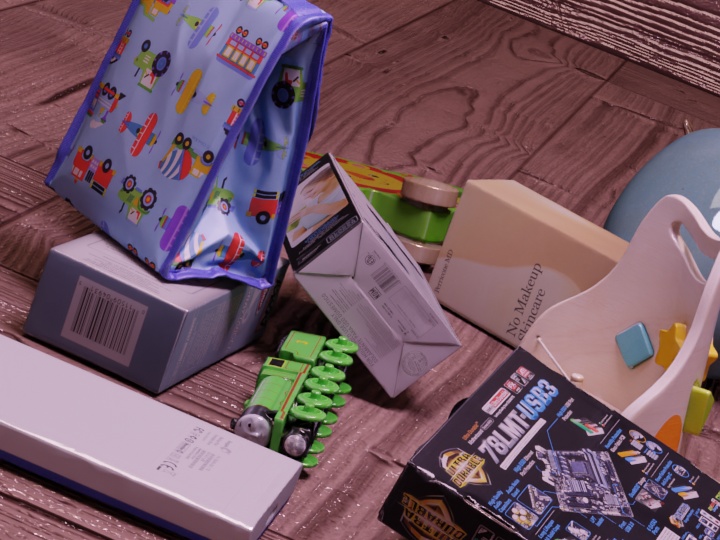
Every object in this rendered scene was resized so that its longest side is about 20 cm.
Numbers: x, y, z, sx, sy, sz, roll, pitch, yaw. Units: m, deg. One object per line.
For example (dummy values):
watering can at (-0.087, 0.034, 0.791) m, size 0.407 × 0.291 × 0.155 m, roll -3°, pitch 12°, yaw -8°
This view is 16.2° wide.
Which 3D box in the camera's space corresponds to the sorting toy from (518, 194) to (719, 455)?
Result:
sorting toy at (0.202, 0.046, 1.736) m, size 0.106 × 0.181 × 0.200 m, roll 15°, pitch 16°, yaw -18°

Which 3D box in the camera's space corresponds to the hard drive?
hard drive at (-0.139, 0.094, 1.402) m, size 0.199 × 0.026 × 0.132 m, roll 23°, pitch 14°, yaw 6°

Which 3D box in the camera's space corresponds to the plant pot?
plant pot at (0.261, 0.004, 2.001) m, size 0.199 × 0.201 × 0.134 m, roll 30°, pitch 40°, yaw 34°

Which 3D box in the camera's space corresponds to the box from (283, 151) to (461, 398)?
box at (0.000, 0.000, 1.753) m, size 0.117 × 0.060 × 0.200 m, roll 51°, pitch 5°, yaw -18°

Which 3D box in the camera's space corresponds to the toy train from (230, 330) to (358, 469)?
toy train at (-0.040, 0.077, 1.577) m, size 0.056 × 0.042 × 0.200 m, roll 12°, pitch 14°, yaw 5°

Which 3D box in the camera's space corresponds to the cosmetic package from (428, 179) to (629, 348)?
cosmetic package at (0.156, 0.016, 1.937) m, size 0.199 × 0.106 × 0.071 m, roll 29°, pitch 17°, yaw 33°

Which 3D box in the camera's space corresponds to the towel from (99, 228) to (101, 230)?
towel at (-0.129, -0.118, 1.833) m, size 0.085 × 0.201 × 0.166 m, roll 18°, pitch 14°, yaw -3°

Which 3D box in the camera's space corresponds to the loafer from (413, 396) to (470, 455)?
loafer at (0.090, 0.103, 1.598) m, size 0.070 × 0.068 × 0.200 m, roll 32°, pitch 20°, yaw 12°

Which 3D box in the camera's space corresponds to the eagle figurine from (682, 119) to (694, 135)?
eagle figurine at (0.385, -0.063, 2.506) m, size 0.151 × 0.152 × 0.200 m, roll 28°, pitch 2°, yaw -12°

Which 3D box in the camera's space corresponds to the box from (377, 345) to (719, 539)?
box at (0.132, 0.143, 1.443) m, size 0.198 × 0.050 × 0.200 m, roll 32°, pitch 25°, yaw 9°

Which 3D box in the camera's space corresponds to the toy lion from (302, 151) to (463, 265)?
toy lion at (0.026, -0.061, 2.139) m, size 0.191 × 0.069 × 0.199 m, roll 22°, pitch 12°, yaw 36°

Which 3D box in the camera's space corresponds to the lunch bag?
lunch bag at (-0.101, -0.112, 1.607) m, size 0.094 × 0.201 × 0.150 m, roll 6°, pitch 21°, yaw -43°

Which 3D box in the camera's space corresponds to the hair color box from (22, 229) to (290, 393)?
hair color box at (-0.128, 0.016, 1.634) m, size 0.098 × 0.061 × 0.200 m, roll 24°, pitch 16°, yaw 12°
